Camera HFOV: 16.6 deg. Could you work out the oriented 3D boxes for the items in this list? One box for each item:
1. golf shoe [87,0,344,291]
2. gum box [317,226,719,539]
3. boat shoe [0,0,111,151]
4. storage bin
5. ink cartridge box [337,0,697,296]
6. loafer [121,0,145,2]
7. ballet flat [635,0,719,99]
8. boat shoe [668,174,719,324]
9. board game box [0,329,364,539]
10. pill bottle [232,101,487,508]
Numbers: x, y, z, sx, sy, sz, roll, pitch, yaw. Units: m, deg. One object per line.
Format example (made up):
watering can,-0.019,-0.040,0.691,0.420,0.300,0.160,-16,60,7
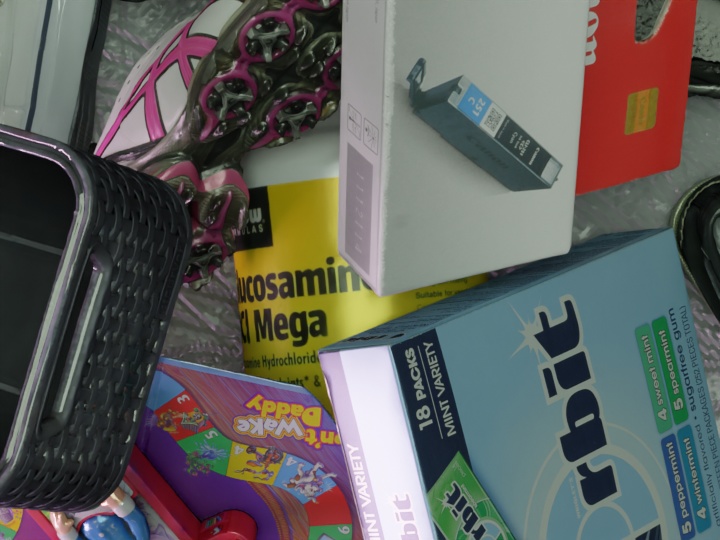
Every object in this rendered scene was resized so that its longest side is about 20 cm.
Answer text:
golf shoe,-0.059,-0.084,1.026,0.200,0.072,0.092,-49,46,27
gum box,0.080,0.087,1.049,0.044,0.199,0.171,-7,99,44
boat shoe,-0.156,-0.073,1.117,0.066,0.074,0.201,9,76,3
storage bin,-0.182,0.004,0.956,0.199,0.094,0.136,16,88,21
ink cartridge box,0.077,-0.102,0.994,0.175,0.045,0.201,-14,124,-24
loafer,-0.123,-0.212,1.058,0.072,0.072,0.201,-22,99,-9
ballet flat,0.142,-0.110,1.120,0.199,0.057,0.067,3,88,0
boat shoe,0.216,0.039,1.113,0.074,0.066,0.200,-34,89,-1
board game box,-0.096,0.109,1.027,0.199,0.039,0.159,12,124,-4
pill bottle,0.000,0.000,1.090,0.112,0.112,0.201,-6,88,0
